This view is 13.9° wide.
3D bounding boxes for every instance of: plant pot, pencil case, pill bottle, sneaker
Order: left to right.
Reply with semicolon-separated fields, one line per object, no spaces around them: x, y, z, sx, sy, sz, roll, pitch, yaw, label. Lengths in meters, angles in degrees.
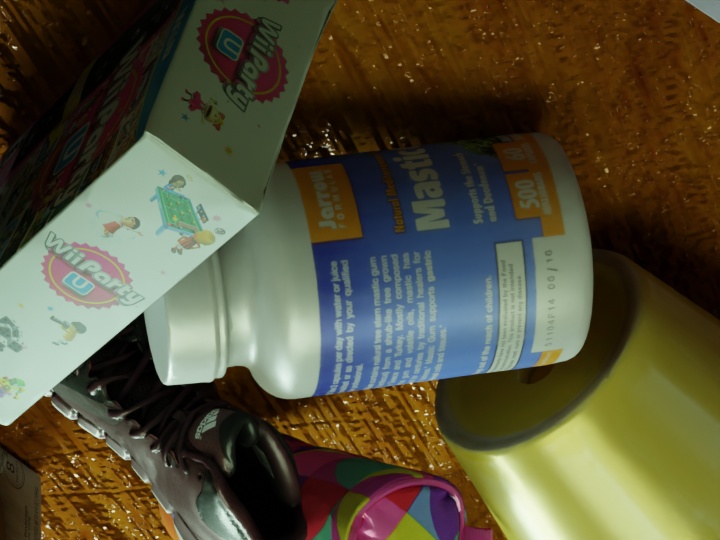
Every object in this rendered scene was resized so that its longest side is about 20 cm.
-0.088;0.062;1.431;0.076;0.200;0.116;-42;-179;-19;sneaker
-0.025;0.129;1.548;0.088;0.089;0.200;25;173;-37;pencil case
0.000;0.000;1.389;0.200;0.112;0.112;-7;148;-12;pill bottle
0.142;0.096;1.517;0.201;0.201;0.189;-27;126;29;plant pot

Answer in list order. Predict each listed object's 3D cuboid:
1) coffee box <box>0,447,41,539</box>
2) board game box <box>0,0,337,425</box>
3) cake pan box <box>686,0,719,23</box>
-0.255;0.128;1.568;0.080;0.115;0.200;-19;145;21;coffee box
-0.105;-0.041;1.297;0.064;0.148;0.200;36;133;-18;board game box
0.227;-0.159;1.258;0.184;0.052;0.200;-28;141;34;cake pan box
